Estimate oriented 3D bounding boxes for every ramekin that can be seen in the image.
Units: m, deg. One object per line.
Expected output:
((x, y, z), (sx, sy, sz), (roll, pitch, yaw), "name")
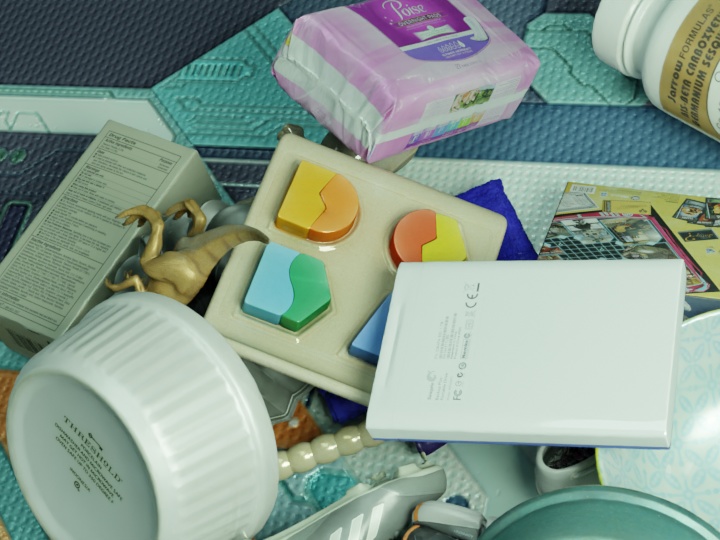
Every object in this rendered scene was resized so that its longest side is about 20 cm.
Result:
((-0.160, 0.123, 1.080), (0.201, 0.204, 0.094), (27, 35, 31), "ramekin")

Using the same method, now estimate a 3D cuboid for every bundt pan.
((-0.118, 0.034, 1.187), (0.200, 0.076, 0.204), (-14, 59, 26), "bundt pan")

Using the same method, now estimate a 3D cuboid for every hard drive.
((0.111, 0.053, 1.035), (0.198, 0.025, 0.133), (-1, 56, 21), "hard drive")

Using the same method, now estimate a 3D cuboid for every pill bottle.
((0.283, -0.163, 1.210), (0.114, 0.115, 0.199), (-44, 55, -16), "pill bottle")

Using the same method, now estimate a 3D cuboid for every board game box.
((0.233, -0.006, 1.127), (0.198, 0.035, 0.136), (8, 35, 18), "board game box")

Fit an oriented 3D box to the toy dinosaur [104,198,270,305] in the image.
((-0.125, -0.007, 1.130), (0.200, 0.060, 0.107), (-39, 59, 31), "toy dinosaur")

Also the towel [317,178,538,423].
((0.044, 0.016, 1.199), (0.199, 0.050, 0.148), (-24, 53, 0), "towel")

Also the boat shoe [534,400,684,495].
((0.196, 0.087, 1.089), (0.199, 0.069, 0.072), (-36, 53, -10), "boat shoe")

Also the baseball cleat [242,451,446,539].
((-0.015, 0.209, 1.074), (0.199, 0.070, 0.107), (-24, 77, -16), "baseball cleat")

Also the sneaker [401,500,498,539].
((0.113, 0.229, 1.021), (0.198, 0.078, 0.113), (10, 70, 24), "sneaker")

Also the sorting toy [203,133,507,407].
((0.000, 0.000, 1.126), (0.184, 0.037, 0.201), (21, 57, 0), "sorting toy")

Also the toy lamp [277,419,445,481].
((-0.012, 0.127, 1.135), (0.198, 0.058, 0.059), (-21, 52, 6), "toy lamp")

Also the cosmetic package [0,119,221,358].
((-0.215, -0.018, 1.287), (0.103, 0.073, 0.201), (21, 64, 29), "cosmetic package")

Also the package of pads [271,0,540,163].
((0.038, -0.161, 1.241), (0.121, 0.076, 0.199), (45, 41, 21), "package of pads")

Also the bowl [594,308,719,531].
((0.257, 0.134, 1.012), (0.198, 0.108, 0.202), (-8, 54, 11), "bowl")

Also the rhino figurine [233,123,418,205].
((-0.035, -0.079, 1.283), (0.200, 0.060, 0.087), (-40, 63, -9), "rhino figurine")

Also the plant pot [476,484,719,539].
((0.124, 0.252, 0.863), (0.198, 0.202, 0.196), (0, 17, 17), "plant pot")
